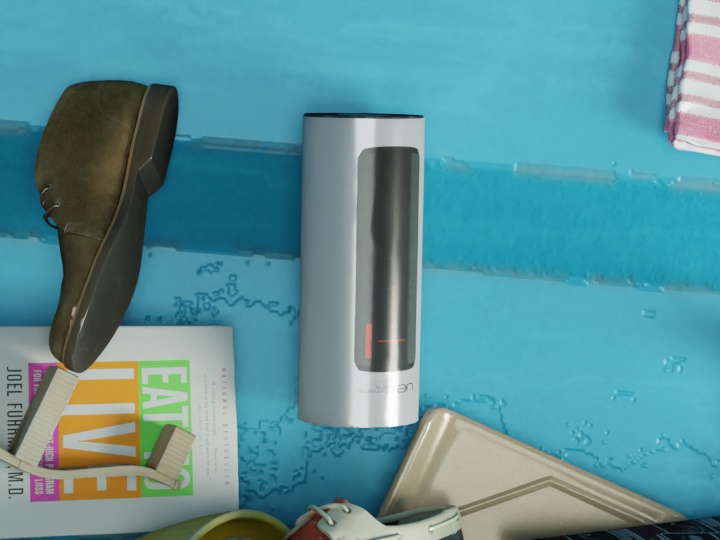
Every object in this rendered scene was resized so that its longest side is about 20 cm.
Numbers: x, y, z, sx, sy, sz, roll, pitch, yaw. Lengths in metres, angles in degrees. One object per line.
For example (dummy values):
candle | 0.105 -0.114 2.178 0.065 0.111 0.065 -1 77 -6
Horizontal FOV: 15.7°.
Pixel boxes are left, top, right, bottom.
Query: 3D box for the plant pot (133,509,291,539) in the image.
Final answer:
plant pot | -0.129 0.251 1.643 0.142 0.200 0.201 -3 96 33

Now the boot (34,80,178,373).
boot | -0.174 -0.030 1.647 0.075 0.074 0.201 10 65 6

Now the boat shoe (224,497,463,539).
boat shoe | -0.010 0.172 1.617 0.200 0.071 0.063 8 86 -43

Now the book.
book | -0.178 0.101 1.659 0.199 0.048 0.134 -1 90 -24

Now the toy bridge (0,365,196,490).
toy bridge | -0.197 0.092 1.614 0.200 0.027 0.067 29 80 -19

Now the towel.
towel | 0.281 -0.169 1.703 0.146 0.030 0.201 7 94 -5

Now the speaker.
speaker | 0.000 0.000 1.675 0.081 0.081 0.201 1 94 -4

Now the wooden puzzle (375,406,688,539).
wooden puzzle | 0.094 0.208 1.723 0.199 0.037 0.186 24 93 -10

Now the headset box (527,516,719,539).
headset box | 0.201 0.243 1.688 0.199 0.075 0.149 -5 101 -16
